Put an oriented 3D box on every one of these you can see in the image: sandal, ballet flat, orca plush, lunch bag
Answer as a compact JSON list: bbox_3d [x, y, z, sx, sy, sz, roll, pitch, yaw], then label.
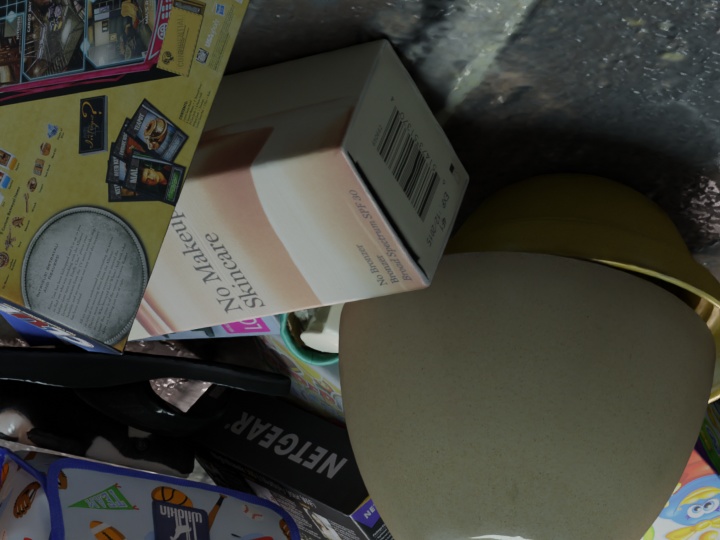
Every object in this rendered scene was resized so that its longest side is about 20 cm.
[{"bbox_3d":[-0.141,0.073,1.686,0.200,0.048,0.075,3,-179,4],"label":"sandal"},{"bbox_3d":[0.000,0.000,1.547,0.067,0.070,0.200,13,152,-9],"label":"ballet flat"},{"bbox_3d":[-0.188,0.078,1.763,0.200,0.071,0.105,8,173,39],"label":"orca plush"},{"bbox_3d":[-0.132,0.179,1.676,0.170,0.124,0.200,15,-179,-20],"label":"lunch bag"}]

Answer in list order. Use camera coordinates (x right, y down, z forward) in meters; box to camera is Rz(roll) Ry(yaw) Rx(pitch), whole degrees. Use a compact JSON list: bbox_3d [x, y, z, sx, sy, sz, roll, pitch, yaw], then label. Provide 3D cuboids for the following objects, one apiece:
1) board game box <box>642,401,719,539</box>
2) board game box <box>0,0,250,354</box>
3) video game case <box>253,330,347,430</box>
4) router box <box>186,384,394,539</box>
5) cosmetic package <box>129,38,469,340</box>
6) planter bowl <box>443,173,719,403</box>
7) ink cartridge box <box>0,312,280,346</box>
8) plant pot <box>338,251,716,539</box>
[{"bbox_3d":[0.170,0.121,1.671,0.103,0.105,0.200,-29,142,14],"label":"board game box"},{"bbox_3d":[-0.136,-0.079,1.288,0.135,0.200,0.035,27,166,-33],"label":"board game box"},{"bbox_3d":[0.020,0.114,1.695,0.200,0.023,0.182,38,163,24],"label":"video game case"},{"bbox_3d":[-0.009,0.155,1.731,0.200,0.052,0.157,21,153,51],"label":"router box"},{"bbox_3d":[-0.059,-0.038,1.444,0.200,0.087,0.103,-11,129,32],"label":"cosmetic package"},{"bbox_3d":[0.113,0.004,1.512,0.200,0.084,0.200,6,152,3],"label":"planter bowl"},{"bbox_3d":[-0.151,0.001,1.624,0.200,0.042,0.119,-1,151,20],"label":"ink cartridge box"},{"bbox_3d":[0.080,0.095,1.459,0.200,0.135,0.200,6,152,3],"label":"plant pot"}]
